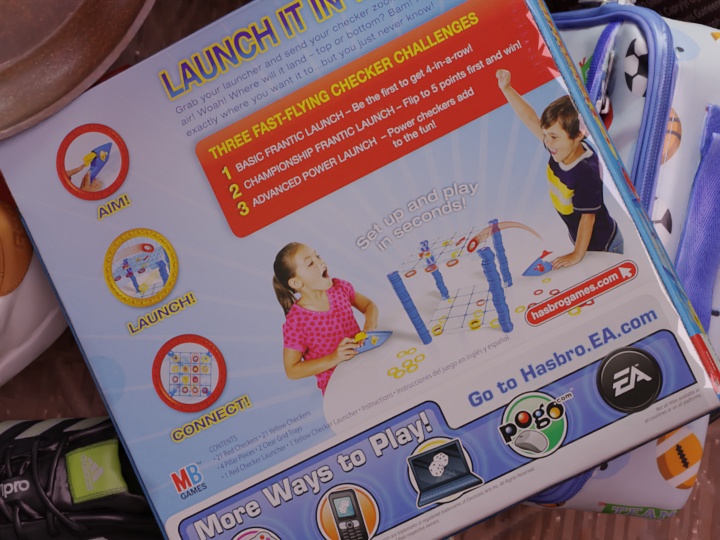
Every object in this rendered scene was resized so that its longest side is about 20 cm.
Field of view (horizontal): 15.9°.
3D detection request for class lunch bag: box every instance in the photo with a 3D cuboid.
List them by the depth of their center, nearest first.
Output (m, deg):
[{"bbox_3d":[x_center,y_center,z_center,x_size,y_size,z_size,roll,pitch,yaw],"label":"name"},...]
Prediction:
[{"bbox_3d":[0.087,-0.009,0.984,0.075,0.160,0.200,11,89,-25],"label":"lunch bag"}]

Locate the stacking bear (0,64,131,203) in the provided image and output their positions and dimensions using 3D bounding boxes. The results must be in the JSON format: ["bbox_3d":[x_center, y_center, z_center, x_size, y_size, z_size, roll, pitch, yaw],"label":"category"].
[{"bbox_3d":[-0.073,-0.037,1.003,0.200,0.122,0.114,11,118,2],"label":"stacking bear"}]

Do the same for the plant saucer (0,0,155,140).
[{"bbox_3d":[-0.161,-0.139,0.884,0.200,0.034,0.201,-2,105,-8],"label":"plant saucer"}]

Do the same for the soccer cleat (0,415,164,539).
[{"bbox_3d":[-0.119,0.082,0.973,0.200,0.081,0.068,-7,77,-12],"label":"soccer cleat"}]

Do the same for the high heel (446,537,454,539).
[{"bbox_3d":[-0.032,0.148,0.978,0.142,0.071,0.200,-6,86,-20],"label":"high heel"}]

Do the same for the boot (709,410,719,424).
[{"bbox_3d":[0.227,0.015,1.056,0.174,0.200,0.069,16,42,-39],"label":"boot"}]

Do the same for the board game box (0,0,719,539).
[{"bbox_3d":[0.000,0.000,0.903,0.200,0.056,0.196,-26,83,12],"label":"board game box"}]

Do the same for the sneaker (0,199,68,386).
[{"bbox_3d":[-0.191,0.048,0.926,0.073,0.085,0.200,38,85,23],"label":"sneaker"}]

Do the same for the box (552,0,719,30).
[{"bbox_3d":[0.164,-0.169,1.041,0.166,0.164,0.200,-35,95,-18],"label":"box"}]
